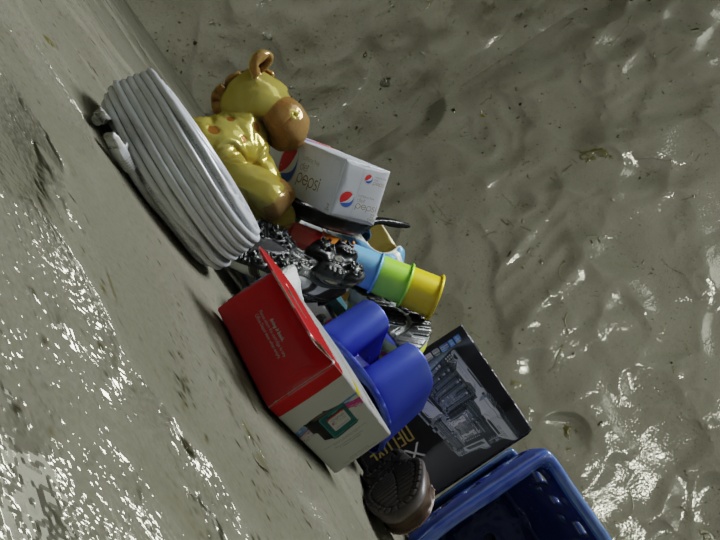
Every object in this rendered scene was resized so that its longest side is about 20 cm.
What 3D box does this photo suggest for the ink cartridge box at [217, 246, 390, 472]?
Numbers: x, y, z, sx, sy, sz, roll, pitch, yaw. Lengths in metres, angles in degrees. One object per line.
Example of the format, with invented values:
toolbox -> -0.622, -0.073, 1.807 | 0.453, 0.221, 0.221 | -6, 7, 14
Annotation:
ink cartridge box -> -0.053, 0.082, 0.789 | 0.116, 0.067, 0.200 | 55, -2, 37

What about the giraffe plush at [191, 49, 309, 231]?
giraffe plush -> -0.131, -0.156, 1.059 | 0.200, 0.162, 0.172 | 42, -23, -21

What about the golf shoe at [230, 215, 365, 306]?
golf shoe -> -0.094, 0.001, 1.014 | 0.199, 0.095, 0.078 | 16, 43, -30

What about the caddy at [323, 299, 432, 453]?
caddy -> -0.002, 0.128, 1.032 | 0.141, 0.105, 0.200 | 48, -22, 19

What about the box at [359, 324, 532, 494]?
box -> 0.087, 0.189, 1.134 | 0.158, 0.199, 0.050 | 57, -7, 17

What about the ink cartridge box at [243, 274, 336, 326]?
ink cartridge box -> -0.084, 0.047, 1.222 | 0.115, 0.068, 0.200 | 57, -1, 38

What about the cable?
cable -> -0.169, -0.097, 0.862 | 0.200, 0.069, 0.200 | 57, -1, -27

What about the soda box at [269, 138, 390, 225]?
soda box -> -0.047, -0.115, 1.096 | 0.063, 0.068, 0.200 | 12, 11, -33

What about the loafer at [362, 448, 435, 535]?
loafer -> 0.051, 0.242, 0.969 | 0.071, 0.073, 0.200 | 56, -1, -1

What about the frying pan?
frying pan -> -0.024, -0.069, 1.154 | 0.115, 0.031, 0.190 | 23, 8, 25

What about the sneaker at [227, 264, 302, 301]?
sneaker -> -0.075, 0.052, 0.914 | 0.087, 0.074, 0.200 | 62, 1, 13

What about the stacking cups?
stacking cups -> 0.000, 0.000, 1.098 | 0.199, 0.061, 0.061 | 20, 2, -4

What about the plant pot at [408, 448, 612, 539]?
plant pot -> 0.177, 0.339, 1.101 | 0.200, 0.200, 0.180 | 57, -8, 0

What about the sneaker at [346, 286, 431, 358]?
sneaker -> 0.029, 0.085, 1.148 | 0.078, 0.091, 0.200 | 12, 10, -18

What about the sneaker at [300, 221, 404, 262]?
sneaker -> -0.032, -0.037, 1.205 | 0.199, 0.073, 0.072 | 25, -10, 16

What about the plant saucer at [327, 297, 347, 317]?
plant saucer -> -0.048, 0.023, 1.204 | 0.070, 0.019, 0.200 | 57, 0, 23

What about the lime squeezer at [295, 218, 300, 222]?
lime squeezer -> -0.176, -0.086, 1.170 | 0.199, 0.071, 0.038 | 29, 38, 5

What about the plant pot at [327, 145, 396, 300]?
plant pot -> -0.070, -0.044, 1.461 | 0.196, 0.200, 0.194 | 57, -1, 13
